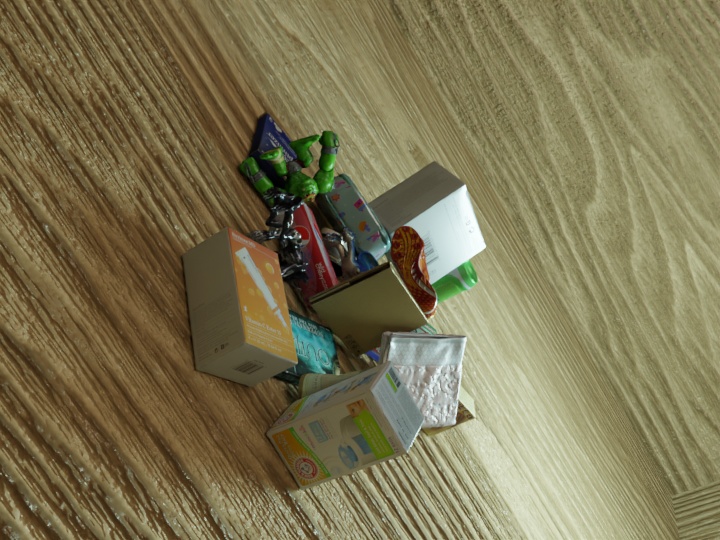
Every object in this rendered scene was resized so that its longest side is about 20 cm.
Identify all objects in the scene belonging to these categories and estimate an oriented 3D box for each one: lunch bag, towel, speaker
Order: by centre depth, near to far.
[{"bbox_3d":[0.116,0.215,1.490,0.200,0.032,0.191,4,96,-33],"label":"towel"},{"bbox_3d":[-0.018,-0.107,1.642,0.200,0.077,0.160,57,-8,6],"label":"lunch bag"},{"bbox_3d":[0.168,0.039,1.793,0.088,0.200,0.088,47,27,-33],"label":"speaker"}]

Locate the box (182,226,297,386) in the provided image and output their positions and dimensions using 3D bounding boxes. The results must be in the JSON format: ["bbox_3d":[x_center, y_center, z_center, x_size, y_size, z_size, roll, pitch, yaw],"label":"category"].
[{"bbox_3d":[-0.183,0.056,1.167,0.124,0.097,0.200,30,38,-51],"label":"box"}]

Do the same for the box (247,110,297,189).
[{"bbox_3d":[-0.176,-0.234,1.598,0.121,0.032,0.200,48,27,-30],"label":"box"}]

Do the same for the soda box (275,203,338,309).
[{"bbox_3d":[-0.097,-0.027,1.468,0.070,0.063,0.200,45,22,-72],"label":"soda box"}]

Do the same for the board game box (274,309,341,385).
[{"bbox_3d":[-0.102,0.138,1.335,0.200,0.028,0.135,30,37,-51],"label":"board game box"}]

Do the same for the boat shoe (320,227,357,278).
[{"bbox_3d":[-0.038,-0.012,1.598,0.060,0.072,0.200,-60,145,-17],"label":"boat shoe"}]

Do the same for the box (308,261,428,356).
[{"bbox_3d":[0.020,0.076,1.432,0.200,0.163,0.021,54,15,-47],"label":"box"}]

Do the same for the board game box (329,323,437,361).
[{"bbox_3d":[0.049,0.119,1.538,0.200,0.135,0.029,37,30,-44],"label":"board game box"}]

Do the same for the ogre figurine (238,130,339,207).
[{"bbox_3d":[-0.124,-0.191,1.512,0.200,0.098,0.120,-31,112,-37],"label":"ogre figurine"}]

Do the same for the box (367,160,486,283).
[{"bbox_3d":[0.144,-0.096,1.700,0.131,0.200,0.199,47,-12,47],"label":"box"}]

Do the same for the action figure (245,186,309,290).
[{"bbox_3d":[-0.146,-0.043,1.356,0.119,0.102,0.200,47,-36,45],"label":"action figure"}]

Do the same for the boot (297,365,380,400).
[{"bbox_3d":[0.008,0.228,1.280,0.200,0.155,0.073,56,32,-37],"label":"boot"}]

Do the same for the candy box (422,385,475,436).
[{"bbox_3d":[0.139,0.254,1.600,0.200,0.115,0.055,48,26,-30],"label":"candy box"}]

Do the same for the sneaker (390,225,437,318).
[{"bbox_3d":[0.103,0.005,1.547,0.077,0.073,0.200,86,-6,-68],"label":"sneaker"}]

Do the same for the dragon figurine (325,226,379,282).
[{"bbox_3d":[0.000,0.000,1.517,0.200,0.059,0.099,48,33,-38],"label":"dragon figurine"}]

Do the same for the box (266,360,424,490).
[{"bbox_3d":[-0.023,0.236,1.168,0.113,0.200,0.101,60,27,-7],"label":"box"}]
